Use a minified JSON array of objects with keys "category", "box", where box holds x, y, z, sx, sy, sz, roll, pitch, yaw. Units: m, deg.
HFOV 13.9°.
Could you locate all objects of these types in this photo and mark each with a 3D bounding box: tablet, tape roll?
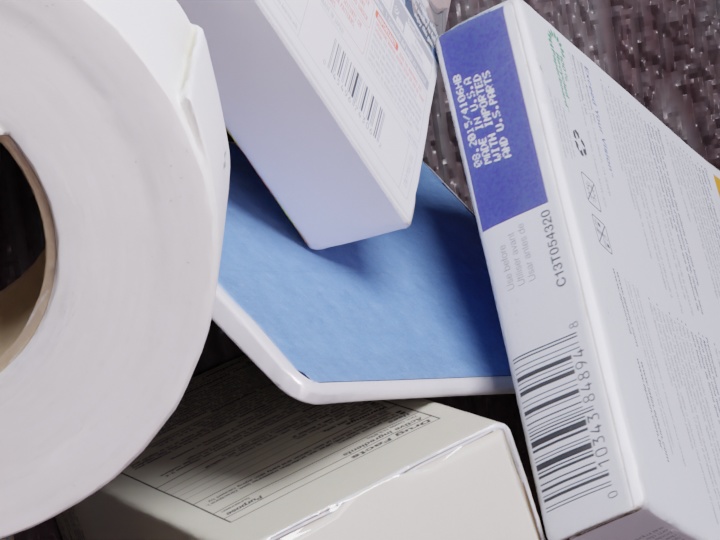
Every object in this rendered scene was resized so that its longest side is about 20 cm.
[{"category":"tablet","box":[0.000,0.000,1.012,0.200,0.130,0.014,0,131,-54]},{"category":"tape roll","box":[-0.138,-0.019,0.878,0.202,0.071,0.203,0,112,1]}]

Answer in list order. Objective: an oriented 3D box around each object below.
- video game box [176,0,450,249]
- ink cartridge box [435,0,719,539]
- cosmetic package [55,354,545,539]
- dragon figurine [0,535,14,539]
[{"category":"video game box","box":[-0.032,-0.140,0.980,0.200,0.047,0.183,55,34,-36]},{"category":"ink cartridge box","box":[0.106,0.028,1.042,0.200,0.043,0.197,34,37,-53]},{"category":"cosmetic package","box":[-0.026,0.088,1.003,0.105,0.200,0.071,-24,105,-19]},{"category":"dragon figurine","box":[-0.169,0.111,1.021,0.099,0.059,0.200,40,79,-21]}]
